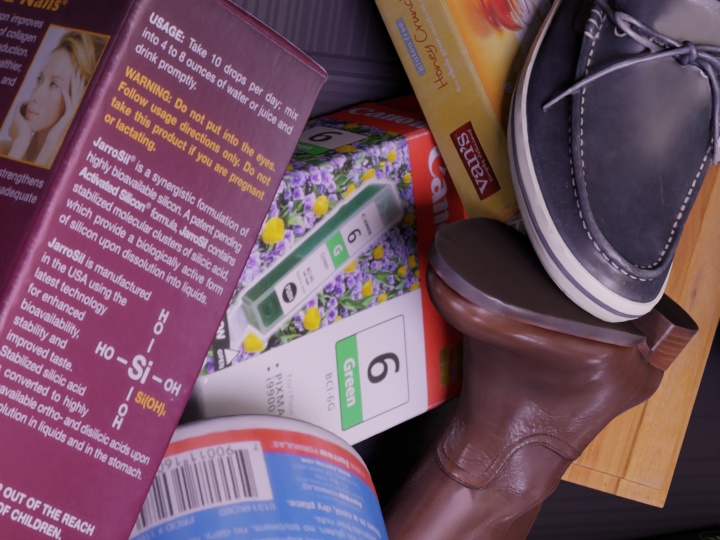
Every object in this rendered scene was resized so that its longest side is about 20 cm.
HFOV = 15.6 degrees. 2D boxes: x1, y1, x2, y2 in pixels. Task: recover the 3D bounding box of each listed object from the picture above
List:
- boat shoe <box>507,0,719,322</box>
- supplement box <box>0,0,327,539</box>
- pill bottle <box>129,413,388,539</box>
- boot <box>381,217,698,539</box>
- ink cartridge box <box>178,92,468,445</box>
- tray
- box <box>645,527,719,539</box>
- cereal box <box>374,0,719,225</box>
[{"bbox_3d":[0.101,-0.074,0.916,0.075,0.062,0.200,32,54,-24],"label":"boat shoe"},{"bbox_3d":[-0.108,0.003,0.813,0.086,0.110,0.200,32,78,-45],"label":"supplement box"},{"bbox_3d":[-0.029,0.156,0.837,0.112,0.112,0.200,30,35,-45],"label":"pill bottle"},{"bbox_3d":[0.025,0.082,0.948,0.200,0.064,0.186,-52,150,13],"label":"boot"},{"bbox_3d":[0.000,0.000,0.962,0.200,0.050,0.109,-21,115,-39],"label":"ink cartridge box"},{"bbox_3d":[0.114,-0.009,1.086,0.099,0.037,0.200,19,86,-46],"label":"tray"},{"bbox_3d":[0.131,0.200,1.094,0.200,0.124,0.149,-4,104,-43],"label":"box"},{"bbox_3d":[0.094,-0.104,0.993,0.200,0.040,0.144,-18,81,-41],"label":"cereal box"}]
